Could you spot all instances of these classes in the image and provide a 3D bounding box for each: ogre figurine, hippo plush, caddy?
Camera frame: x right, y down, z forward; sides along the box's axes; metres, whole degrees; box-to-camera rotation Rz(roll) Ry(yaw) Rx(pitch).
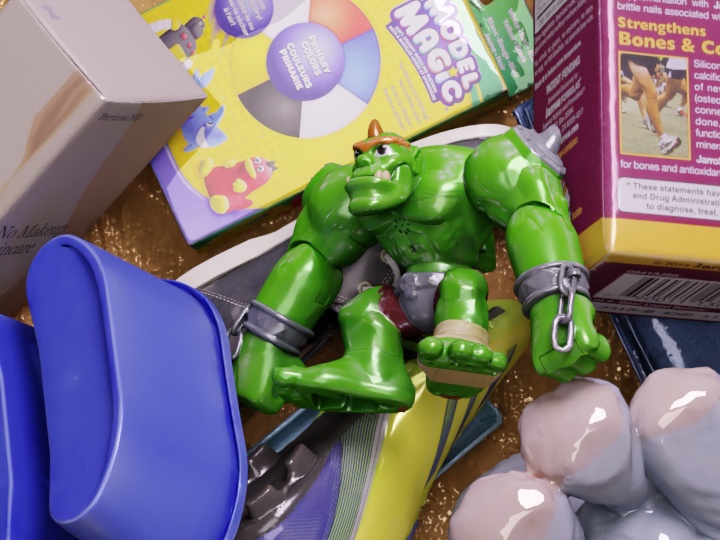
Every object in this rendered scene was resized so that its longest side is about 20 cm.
[{"bbox_3d":[0.025,0.000,1.363,0.098,0.200,0.120,18,67,-28],"label":"ogre figurine"},{"bbox_3d":[0.123,0.112,1.389,0.199,0.161,0.160,3,98,-13],"label":"hippo plush"},{"bbox_3d":[-0.122,0.083,1.381,0.141,0.105,0.201,-33,46,25],"label":"caddy"}]

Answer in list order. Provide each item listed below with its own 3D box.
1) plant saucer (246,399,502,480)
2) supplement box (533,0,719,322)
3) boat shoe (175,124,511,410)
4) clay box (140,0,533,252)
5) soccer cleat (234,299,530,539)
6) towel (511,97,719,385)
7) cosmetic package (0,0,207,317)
[{"bbox_3d":[-0.024,0.107,1.445,0.200,0.019,0.070,-39,82,-22],"label":"plant saucer"},{"bbox_3d":[0.153,-0.084,1.388,0.130,0.103,0.201,6,74,-15],"label":"supplement box"},{"bbox_3d":[0.000,0.000,1.454,0.200,0.072,0.068,-31,56,8],"label":"boat shoe"},{"bbox_3d":[-0.016,-0.105,1.476,0.199,0.048,0.115,-27,83,3],"label":"clay box"},{"bbox_3d":[0.013,0.088,1.429,0.200,0.065,0.084,-41,112,-28],"label":"soccer cleat"},{"bbox_3d":[0.163,-0.011,1.454,0.111,0.049,0.201,-23,82,-18],"label":"towel"},{"bbox_3d":[-0.176,-0.038,1.429,0.200,0.105,0.071,-47,75,22],"label":"cosmetic package"}]
